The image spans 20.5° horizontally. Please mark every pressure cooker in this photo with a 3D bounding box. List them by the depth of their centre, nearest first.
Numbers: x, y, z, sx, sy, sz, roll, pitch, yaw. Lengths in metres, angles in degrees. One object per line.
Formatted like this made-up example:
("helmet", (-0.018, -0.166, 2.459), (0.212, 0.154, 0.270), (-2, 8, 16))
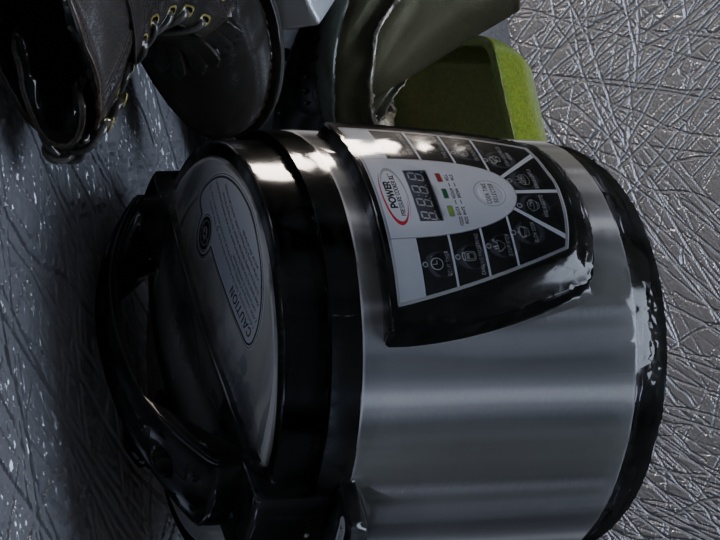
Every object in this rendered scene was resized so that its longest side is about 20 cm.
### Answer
("pressure cooker", (-0.003, 0.033, 0.774), (0.176, 0.200, 0.179), (-175, -94, -67))

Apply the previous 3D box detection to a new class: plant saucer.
("plant saucer", (0.063, -0.062, 1.275), (0.200, 0.048, 0.200), (12, -60, 56))

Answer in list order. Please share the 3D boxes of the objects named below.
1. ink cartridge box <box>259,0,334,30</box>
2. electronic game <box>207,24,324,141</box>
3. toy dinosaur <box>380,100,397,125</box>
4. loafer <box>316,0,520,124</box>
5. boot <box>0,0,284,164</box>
("ink cartridge box", (-0.051, -0.209, 0.839), (0.100, 0.039, 0.200), (-59, 135, -44))
("electronic game", (-0.020, -0.117, 1.010), (0.200, 0.042, 0.200), (-54, 159, -32))
("toy dinosaur", (0.000, 0.000, 1.002), (0.101, 0.058, 0.200), (-68, 170, -74))
("loafer", (0.044, -0.147, 0.971), (0.200, 0.070, 0.075), (-58, 161, -23))
("boot", (-0.093, -0.095, 0.761), (0.174, 0.069, 0.200), (-77, 153, -51))
